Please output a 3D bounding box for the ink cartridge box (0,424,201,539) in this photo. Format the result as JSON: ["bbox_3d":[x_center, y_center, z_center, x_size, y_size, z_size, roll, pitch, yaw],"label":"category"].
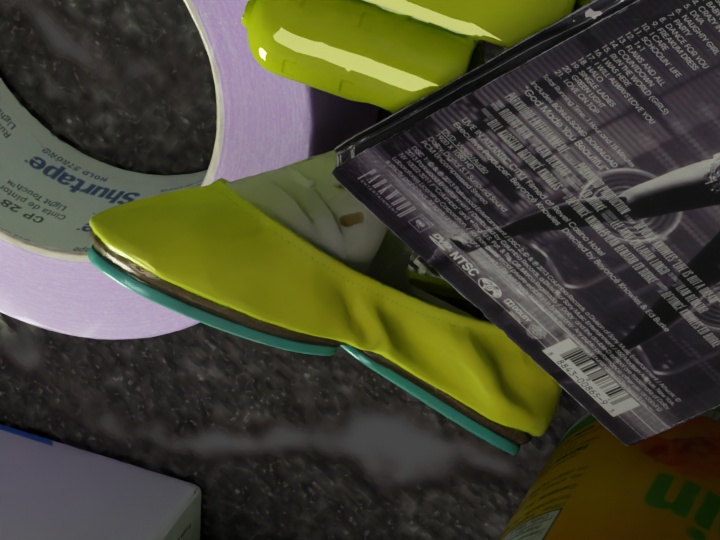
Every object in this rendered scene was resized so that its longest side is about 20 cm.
[{"bbox_3d":[-0.145,0.169,0.990,0.144,0.084,0.201,15,122,18],"label":"ink cartridge box"}]

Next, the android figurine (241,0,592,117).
[{"bbox_3d":[0.019,-0.139,0.722,0.199,0.041,0.183,21,100,1],"label":"android figurine"}]

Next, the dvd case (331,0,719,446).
[{"bbox_3d":[0.113,-0.029,0.708,0.199,0.016,0.149,-27,125,33],"label":"dvd case"}]

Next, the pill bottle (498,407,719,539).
[{"bbox_3d":[0.081,0.132,0.785,0.110,0.200,0.112,12,122,20],"label":"pill bottle"}]

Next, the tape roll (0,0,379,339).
[{"bbox_3d":[-0.094,-0.079,0.836,0.199,0.066,0.201,11,121,20],"label":"tape roll"}]

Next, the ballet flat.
[{"bbox_3d":[0.000,0.000,0.786,0.067,0.200,0.067,37,99,48],"label":"ballet flat"}]
